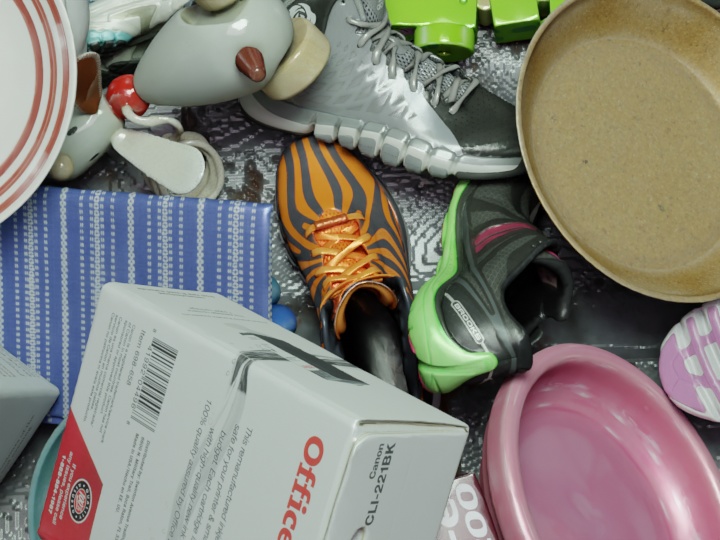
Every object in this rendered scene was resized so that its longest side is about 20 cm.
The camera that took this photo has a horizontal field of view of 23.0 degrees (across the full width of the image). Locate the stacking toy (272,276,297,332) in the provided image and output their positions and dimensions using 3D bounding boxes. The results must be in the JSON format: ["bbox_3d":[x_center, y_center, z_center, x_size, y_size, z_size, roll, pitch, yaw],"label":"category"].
[{"bbox_3d":[-0.055,0.066,1.050,0.085,0.085,0.200,-32,83,-7],"label":"stacking toy"}]

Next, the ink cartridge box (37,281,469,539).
[{"bbox_3d":[-0.058,0.106,0.875,0.200,0.084,0.144,25,103,43],"label":"ink cartridge box"}]

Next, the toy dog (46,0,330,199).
[{"bbox_3d":[-0.106,-0.100,1.016,0.132,0.096,0.200,27,120,-19],"label":"toy dog"}]

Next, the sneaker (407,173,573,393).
[{"bbox_3d":[0.086,0.004,1.028,0.084,0.077,0.200,-1,36,17],"label":"sneaker"}]

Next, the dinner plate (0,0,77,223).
[{"bbox_3d":[-0.254,-0.110,0.995,0.200,0.024,0.200,0,92,10],"label":"dinner plate"}]

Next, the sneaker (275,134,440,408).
[{"bbox_3d":[0.000,0.000,1.044,0.078,0.112,0.200,-22,77,-1],"label":"sneaker"}]

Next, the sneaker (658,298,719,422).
[{"bbox_3d":[0.279,0.045,1.055,0.200,0.088,0.081,-17,75,9],"label":"sneaker"}]

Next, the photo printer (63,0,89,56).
[{"bbox_3d":[-0.247,-0.196,1.044,0.166,0.069,0.200,-7,90,3],"label":"photo printer"}]

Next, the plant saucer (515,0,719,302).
[{"bbox_3d":[0.173,-0.074,1.055,0.200,0.035,0.200,7,71,-23],"label":"plant saucer"}]

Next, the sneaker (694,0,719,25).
[{"bbox_3d":[0.203,-0.244,1.120,0.077,0.082,0.200,-23,78,-6],"label":"sneaker"}]

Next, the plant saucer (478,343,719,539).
[{"bbox_3d":[0.137,0.141,1.000,0.051,0.200,0.201,-34,75,38],"label":"plant saucer"}]

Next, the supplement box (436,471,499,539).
[{"bbox_3d":[0.047,0.178,0.959,0.061,0.200,0.109,-18,78,-3],"label":"supplement box"}]

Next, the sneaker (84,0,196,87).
[{"bbox_3d":[-0.124,-0.185,1.108,0.200,0.078,0.086,-19,74,-5],"label":"sneaker"}]

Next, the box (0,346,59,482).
[{"bbox_3d":[-0.318,0.090,0.974,0.200,0.171,0.199,35,92,8],"label":"box"}]

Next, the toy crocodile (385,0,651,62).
[{"bbox_3d":[0.091,-0.167,1.118,0.200,0.062,0.068,-2,77,4],"label":"toy crocodile"}]

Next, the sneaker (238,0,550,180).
[{"bbox_3d":[0.023,-0.128,1.060,0.200,0.075,0.116,13,118,12],"label":"sneaker"}]

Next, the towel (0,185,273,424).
[{"bbox_3d":[-0.142,0.024,1.030,0.200,0.024,0.145,5,104,18],"label":"towel"}]

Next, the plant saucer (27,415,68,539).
[{"bbox_3d":[-0.094,0.152,1.012,0.200,0.036,0.200,5,106,19],"label":"plant saucer"}]
